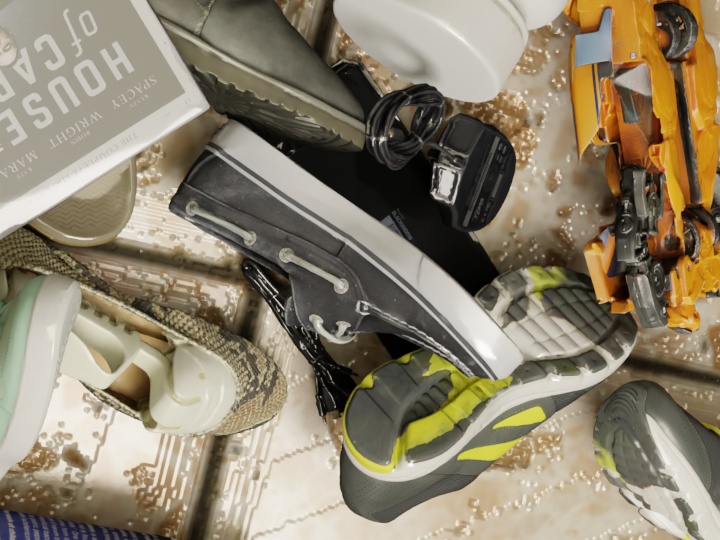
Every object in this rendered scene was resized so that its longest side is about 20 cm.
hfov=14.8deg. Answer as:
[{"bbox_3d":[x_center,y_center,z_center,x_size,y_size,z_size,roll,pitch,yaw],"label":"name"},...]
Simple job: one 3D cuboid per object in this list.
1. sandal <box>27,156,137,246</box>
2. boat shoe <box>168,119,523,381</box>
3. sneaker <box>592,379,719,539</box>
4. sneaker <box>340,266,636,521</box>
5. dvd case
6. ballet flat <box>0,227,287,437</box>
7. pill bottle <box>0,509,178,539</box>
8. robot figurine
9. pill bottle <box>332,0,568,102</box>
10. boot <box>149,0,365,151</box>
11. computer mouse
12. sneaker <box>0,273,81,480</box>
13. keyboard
[{"bbox_3d":[-0.155,-0.109,1.401,0.080,0.054,0.201,-7,102,-14],"label":"sandal"},{"bbox_3d":[-0.011,0.005,1.396,0.200,0.072,0.068,36,84,13],"label":"boat shoe"},{"bbox_3d":[0.198,0.113,1.524,0.085,0.074,0.200,-51,130,-14],"label":"sneaker"},{"bbox_3d":[0.060,0.064,1.462,0.199,0.085,0.075,-25,66,-33],"label":"sneaker"},{"bbox_3d":[-0.184,-0.123,1.314,0.150,0.025,0.201,-32,107,-4],"label":"dvd case"},{"bbox_3d":[-0.125,0.044,1.425,0.199,0.075,0.068,29,108,-19],"label":"ballet flat"},{"bbox_3d":[-0.143,0.188,1.426,0.199,0.116,0.116,10,97,-17],"label":"pill bottle"},{"bbox_3d":[0.153,-0.065,1.463,0.058,0.145,0.201,-3,97,29],"label":"robot figurine"},{"bbox_3d":[0.072,-0.193,1.391,0.114,0.114,0.201,33,74,-18],"label":"pill bottle"},{"bbox_3d":[-0.040,-0.180,1.409,0.181,0.072,0.201,29,73,-32],"label":"boot"},{"bbox_3d":[0.035,-0.061,1.409,0.034,0.200,0.059,21,88,21],"label":"computer mouse"},{"bbox_3d":[-0.211,0.046,1.351,0.118,0.200,0.074,23,57,-12],"label":"sneaker"},{"bbox_3d":[0.000,0.000,1.482,0.127,0.021,0.200,-37,106,-12],"label":"keyboard"}]
